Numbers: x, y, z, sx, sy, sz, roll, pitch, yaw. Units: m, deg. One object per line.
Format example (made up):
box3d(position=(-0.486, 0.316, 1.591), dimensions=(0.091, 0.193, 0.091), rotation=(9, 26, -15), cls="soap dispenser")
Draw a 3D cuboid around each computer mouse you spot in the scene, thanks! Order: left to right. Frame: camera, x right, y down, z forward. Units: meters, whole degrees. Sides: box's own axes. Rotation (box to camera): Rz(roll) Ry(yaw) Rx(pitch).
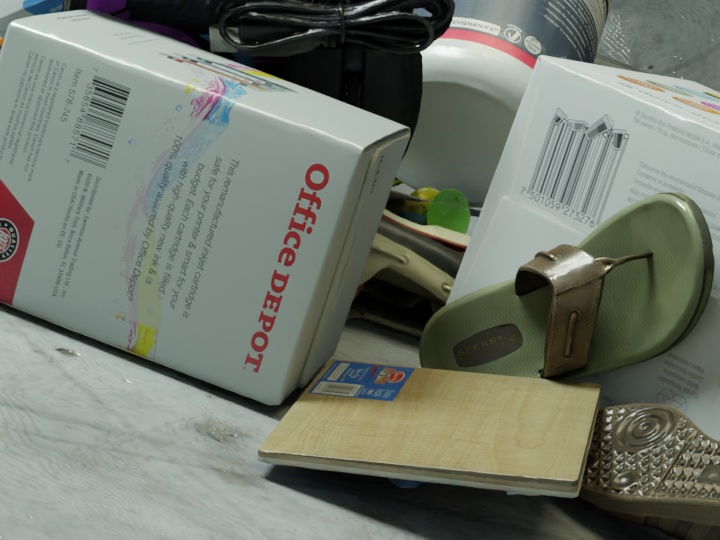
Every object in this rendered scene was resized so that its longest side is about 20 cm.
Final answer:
box3d(position=(-0.014, -0.096, 1.332), dimensions=(0.138, 0.053, 0.200), rotation=(-2, -23, 0), cls="computer mouse")

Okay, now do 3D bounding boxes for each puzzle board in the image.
box3d(position=(0.041, 0.079, 1.138), dimensions=(0.150, 0.017, 0.200), rotation=(5, 10, 8), cls="puzzle board")

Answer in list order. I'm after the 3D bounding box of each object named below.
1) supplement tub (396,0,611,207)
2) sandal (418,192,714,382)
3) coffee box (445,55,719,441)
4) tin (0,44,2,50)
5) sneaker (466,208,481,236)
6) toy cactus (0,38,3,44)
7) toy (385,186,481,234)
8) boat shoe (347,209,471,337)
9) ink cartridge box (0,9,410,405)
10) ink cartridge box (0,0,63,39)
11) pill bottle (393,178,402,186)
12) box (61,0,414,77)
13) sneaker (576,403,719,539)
box3d(position=(0.087, -0.155, 1.488), dimensions=(0.140, 0.141, 0.201), rotation=(19, 53, 0), cls="supplement tub")
box3d(position=(0.107, 0.024, 1.226), dimensions=(0.057, 0.201, 0.080), rotation=(3, 64, -53), cls="sandal")
box3d(position=(0.195, 0.007, 1.320), dimensions=(0.199, 0.201, 0.197), rotation=(28, 15, 34), cls="coffee box")
box3d(position=(-0.278, -0.094, 1.253), dimensions=(0.199, 0.112, 0.042), rotation=(10, 15, -37), cls="tin")
box3d(position=(0.107, -0.048, 1.621), dimensions=(0.073, 0.116, 0.200), rotation=(11, 14, -25), cls="sneaker")
box3d(position=(-0.207, -0.147, 1.606), dimensions=(0.200, 0.102, 0.165), rotation=(-27, 80, -45), cls="toy cactus")
box3d(position=(-0.005, -0.030, 1.486), dimensions=(0.115, 0.047, 0.200), rotation=(11, -6, -38), cls="toy")
box3d(position=(0.000, 0.000, 1.381), dimensions=(0.199, 0.071, 0.063), rotation=(17, 52, -16), cls="boat shoe")
box3d(position=(-0.094, -0.038, 1.209), dimensions=(0.199, 0.146, 0.145), rotation=(21, 12, 8), cls="ink cartridge box")
box3d(position=(-0.119, -0.147, 1.461), dimensions=(0.200, 0.086, 0.146), rotation=(35, -20, -24), cls="ink cartridge box")
box3d(position=(0.031, -0.117, 1.618), dimensions=(0.199, 0.105, 0.104), rotation=(-18, 16, 0), cls="pill bottle")
box3d(position=(-0.071, -0.154, 1.306), dimensions=(0.199, 0.036, 0.143), rotation=(1, -24, -11), cls="box")
box3d(position=(0.178, 0.124, 1.143), dimensions=(0.070, 0.076, 0.200), rotation=(-43, 30, -26), cls="sneaker")
